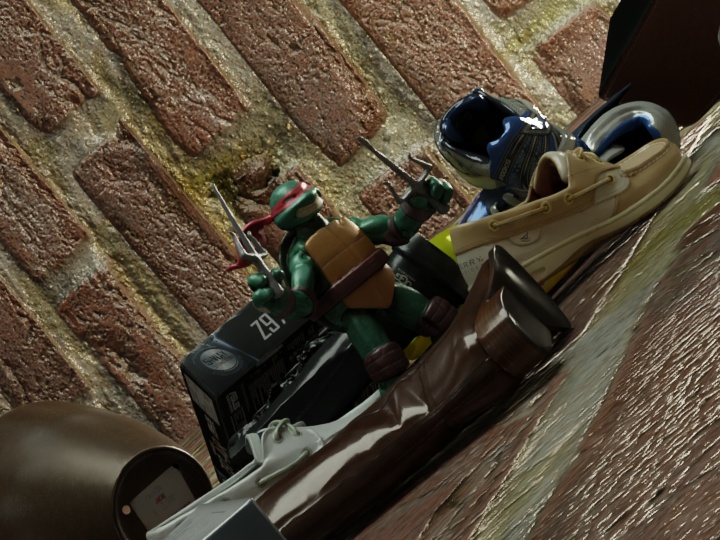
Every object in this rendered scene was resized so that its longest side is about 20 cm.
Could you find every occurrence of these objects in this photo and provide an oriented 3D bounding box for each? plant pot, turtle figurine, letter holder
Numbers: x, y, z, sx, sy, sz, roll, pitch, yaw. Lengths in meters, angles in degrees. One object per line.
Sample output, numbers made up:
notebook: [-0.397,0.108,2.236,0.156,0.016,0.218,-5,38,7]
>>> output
plant pot: [-0.206,0.193,1.675,0.187,0.187,0.200,-41,17,-32]
turtle figurine: [0.000,0.000,1.290,0.150,0.200,0.101,-41,2,-17]
letter holder: [0.287,-0.206,1.563,0.200,0.142,0.101,116,171,-45]

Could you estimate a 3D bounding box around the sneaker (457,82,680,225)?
sneaker: [0.150,-0.058,1.539,0.200,0.081,0.146,-35,-2,2]

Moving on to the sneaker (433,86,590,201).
sneaker: [0.094,-0.104,1.529,0.077,0.085,0.200,-62,24,-1]

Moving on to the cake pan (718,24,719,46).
cake pan: [0.309,-0.200,1.293,0.200,0.037,0.200,-28,23,13]

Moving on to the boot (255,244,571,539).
boot: [0.025,0.080,1.175,0.200,0.064,0.186,-44,-2,14]

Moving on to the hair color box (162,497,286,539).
hair color box: [-0.091,0.176,1.098,0.099,0.061,0.200,-40,2,-13]

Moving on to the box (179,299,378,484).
box: [-0.048,0.078,1.534,0.160,0.044,0.200,-41,-26,-17]

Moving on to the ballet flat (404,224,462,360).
ballet flat: [0.044,0.025,1.583,0.067,0.067,0.200,-8,-19,-14]

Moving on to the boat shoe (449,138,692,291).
boat shoe: [0.142,-0.049,1.390,0.200,0.069,0.074,-33,6,-31]

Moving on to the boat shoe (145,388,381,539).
boat shoe: [-0.047,0.126,1.304,0.200,0.067,0.074,-41,2,-17]

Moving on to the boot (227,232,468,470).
boot: [-0.007,0.069,1.430,0.200,0.066,0.165,-54,-13,-2]

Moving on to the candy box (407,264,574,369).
candy box: [0.095,0.029,1.449,0.102,0.026,0.200,-36,5,46]
